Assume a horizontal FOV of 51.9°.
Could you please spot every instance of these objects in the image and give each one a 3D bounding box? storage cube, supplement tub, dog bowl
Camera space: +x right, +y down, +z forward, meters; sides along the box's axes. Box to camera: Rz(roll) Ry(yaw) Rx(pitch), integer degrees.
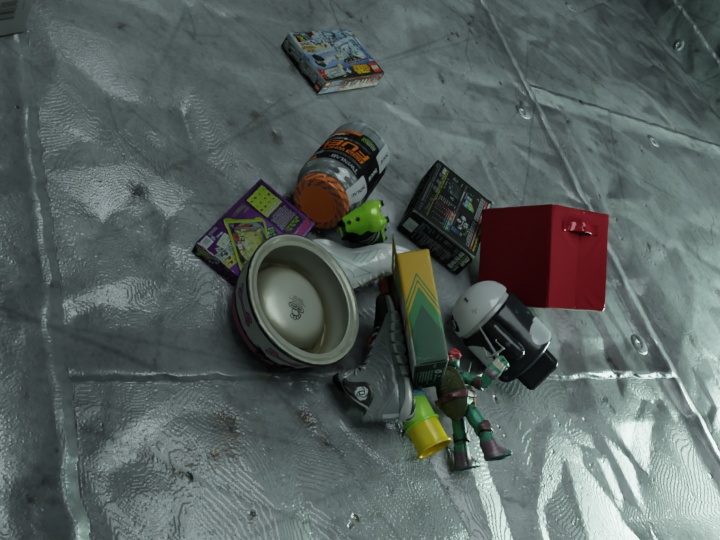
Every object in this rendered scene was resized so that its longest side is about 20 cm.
[{"bbox_3d":[0.338,-0.020,1.379,0.169,0.199,0.183,5,87,-36],"label":"storage cube"},{"bbox_3d":[-0.033,-0.165,1.291,0.122,0.123,0.201,38,41,-6],"label":"supplement tub"},{"bbox_3d":[-0.099,0.053,1.073,0.199,0.073,0.203,25,51,-34],"label":"dog bowl"}]

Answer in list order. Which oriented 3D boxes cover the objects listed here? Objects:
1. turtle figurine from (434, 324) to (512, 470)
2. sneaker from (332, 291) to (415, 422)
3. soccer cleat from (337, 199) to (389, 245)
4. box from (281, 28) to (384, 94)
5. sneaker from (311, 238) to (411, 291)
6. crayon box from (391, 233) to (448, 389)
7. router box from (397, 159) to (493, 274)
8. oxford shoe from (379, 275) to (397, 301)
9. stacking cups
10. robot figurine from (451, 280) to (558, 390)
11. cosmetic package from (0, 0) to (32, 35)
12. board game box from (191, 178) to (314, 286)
[{"bbox_3d":[0.161,0.195,1.135,0.099,0.150,0.203,-1,67,-24],"label":"turtle figurine"},{"bbox_3d":[0.011,0.128,1.092,0.114,0.075,0.202,-8,61,-1],"label":"sneaker"},{"bbox_3d":[0.002,-0.073,1.232,0.080,0.200,0.068,-18,82,-2],"label":"soccer cleat"},{"bbox_3d":[-0.056,-0.446,1.570,0.199,0.040,0.138,-23,71,-47],"label":"box"},{"bbox_3d":[0.000,0.000,1.204,0.197,0.071,0.081,1,66,-7],"label":"sneaker"},{"bbox_3d":[0.085,0.058,1.088,0.051,0.126,0.203,-8,67,-2],"label":"crayon box"},{"bbox_3d":[0.170,-0.108,1.449,0.149,0.062,0.201,36,41,-7],"label":"router box"},{"bbox_3d":[0.082,0.065,1.227,0.070,0.073,0.202,8,52,-33],"label":"oxford shoe"},{"bbox_3d":[0.065,0.186,1.135,0.060,0.061,0.201,-5,55,-40],"label":"stacking cups"},{"bbox_3d":[0.247,0.112,1.284,0.200,0.150,0.125,45,58,2],"label":"robot figurine"},{"bbox_3d":[-0.590,-0.461,1.108,0.200,0.108,0.085,48,41,4],"label":"cosmetic package"},{"bbox_3d":[-0.163,-0.053,1.166,0.119,0.032,0.201,37,42,-1],"label":"board game box"}]
